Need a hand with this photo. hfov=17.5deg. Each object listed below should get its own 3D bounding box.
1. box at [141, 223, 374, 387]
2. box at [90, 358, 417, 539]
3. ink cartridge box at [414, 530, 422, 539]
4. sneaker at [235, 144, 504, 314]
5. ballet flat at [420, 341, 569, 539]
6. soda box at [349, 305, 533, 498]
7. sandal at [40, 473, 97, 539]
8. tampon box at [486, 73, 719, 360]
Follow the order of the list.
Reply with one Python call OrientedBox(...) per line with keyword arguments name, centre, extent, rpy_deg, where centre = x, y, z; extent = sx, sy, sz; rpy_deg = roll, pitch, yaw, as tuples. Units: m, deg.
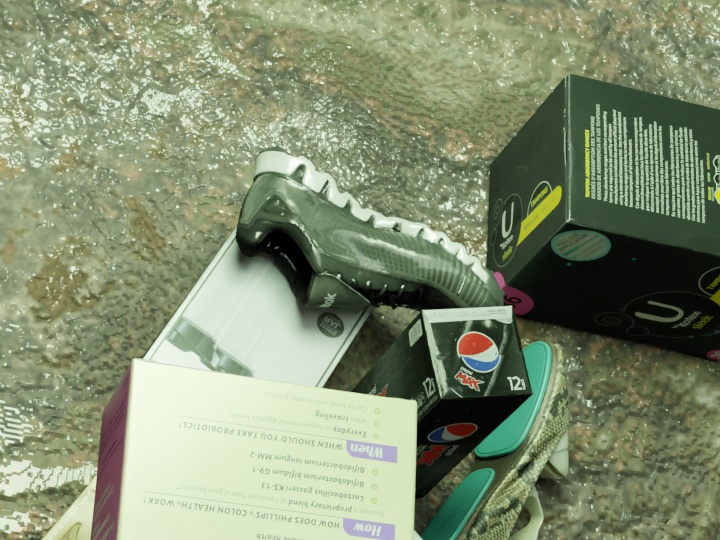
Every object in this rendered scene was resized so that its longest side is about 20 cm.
OrientedBox(name="box", centre=(-0.071, 0.048, 1.614), extent=(0.117, 0.060, 0.200), rpy_deg=(36, 58, -2))
OrientedBox(name="box", centre=(-0.065, 0.171, 1.365), extent=(0.175, 0.097, 0.201), rpy_deg=(9, 64, -14))
OrientedBox(name="ink cartridge box", centre=(-0.023, 0.242, 1.487), extent=(0.147, 0.145, 0.200), rpy_deg=(-38, 83, -32))
OrientedBox(name="sneaker", centre=(0.000, 0.000, 1.595), extent=(0.200, 0.066, 0.091), rpy_deg=(29, 60, -1))
OrientedBox(name="ballet flat", centre=(0.106, 0.148, 1.643), extent=(0.075, 0.068, 0.200), rpy_deg=(42, 60, -24))
OrientedBox(name="soda box", centre=(0.041, 0.092, 1.554), extent=(0.071, 0.200, 0.064), rpy_deg=(-2, 67, -23))
OrientedBox(name="sandal", centre=(-0.174, 0.187, 1.498), extent=(0.078, 0.070, 0.212), rpy_deg=(32, 58, -4))
OrientedBox(name="tampon box", centre=(0.210, -0.036, 1.716), extent=(0.199, 0.150, 0.127), rpy_deg=(12, 61, -16))
